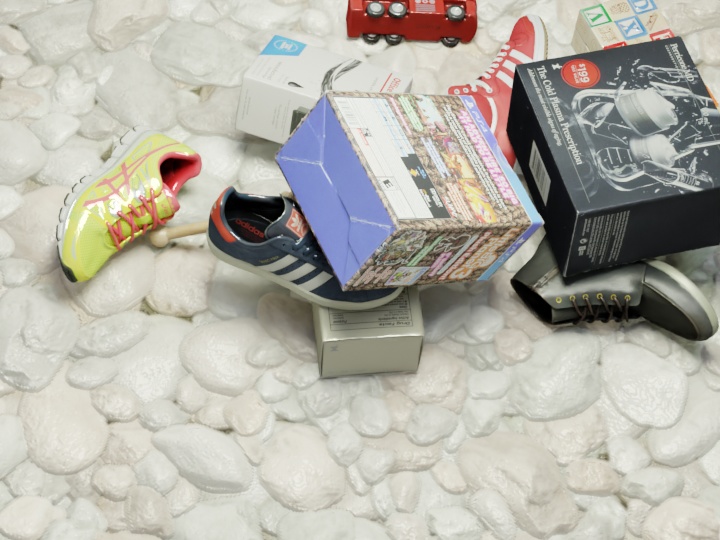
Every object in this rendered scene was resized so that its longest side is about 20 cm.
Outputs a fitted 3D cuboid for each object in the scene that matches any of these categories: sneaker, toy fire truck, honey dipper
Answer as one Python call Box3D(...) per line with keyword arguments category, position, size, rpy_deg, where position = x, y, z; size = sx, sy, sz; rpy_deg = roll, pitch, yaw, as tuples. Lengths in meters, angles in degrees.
Box3D(category="sneaker", position=(0.252, 0.034, 1.707), size=(0.199, 0.075, 0.106), rpy_deg=(33, 65, 25))
Box3D(category="sneaker", position=(0.139, -0.200, 1.840), size=(0.111, 0.071, 0.201), rpy_deg=(9, 59, -3))
Box3D(category="sneaker", position=(-0.051, -0.025, 1.616), size=(0.198, 0.085, 0.075), rpy_deg=(15, 57, 4))
Box3D(category="toy fire truck", position=(0.030, -0.323, 1.922), size=(0.198, 0.049, 0.142), rpy_deg=(1, 55, -6))
Box3D(category="sneaker", position=(-0.228, -0.066, 1.703), size=(0.090, 0.078, 0.201), rpy_deg=(15, 56, 24))
Box3D(category="honey dipper", position=(-0.122, -0.052, 1.698), size=(0.198, 0.038, 0.038), rpy_deg=(-9, 54, 22))

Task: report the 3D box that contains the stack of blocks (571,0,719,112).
Box3D(category="stack of blocks", position=(0.301, -0.200, 1.863), size=(0.114, 0.059, 0.201), rpy_deg=(-16, 60, -15))

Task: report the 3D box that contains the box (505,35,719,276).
Box3D(category="box", position=(0.262, -0.116, 1.702), size=(0.181, 0.104, 0.201), rpy_deg=(-11, 55, -11))

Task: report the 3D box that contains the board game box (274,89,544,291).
Box3D(category="board game box", position=(0.047, -0.077, 1.619), size=(0.199, 0.097, 0.160), rpy_deg=(-3, 57, -43))

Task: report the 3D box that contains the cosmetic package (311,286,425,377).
Box3D(category="cosmetic package", position=(0.000, 0.000, 1.697), size=(0.103, 0.073, 0.201), rpy_deg=(-2, 58, -6))

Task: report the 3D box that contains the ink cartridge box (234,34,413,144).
Box3D(category="ink cartridge box", position=(-0.018, -0.169, 1.785), size=(0.198, 0.068, 0.116), rpy_deg=(18, 33, 6))
